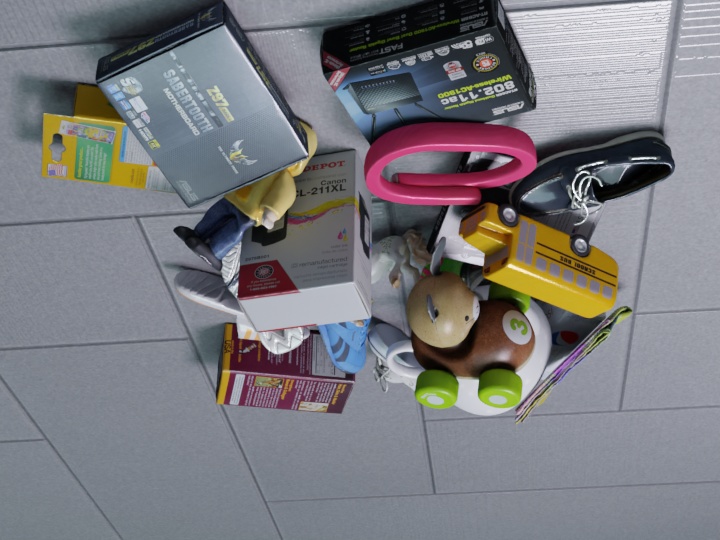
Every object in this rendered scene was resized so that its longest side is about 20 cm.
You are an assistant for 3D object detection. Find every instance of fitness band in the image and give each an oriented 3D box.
[{"bbox_3d":[0.102,-0.123,1.480,0.200,0.037,0.144,-1,155,-13],"label":"fitness band"}]

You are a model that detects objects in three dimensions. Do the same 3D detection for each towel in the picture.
[{"bbox_3d":[0.295,0.129,1.799,0.200,0.023,0.144,-48,170,21],"label":"towel"}]

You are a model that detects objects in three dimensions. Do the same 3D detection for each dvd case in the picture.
[{"bbox_3d":[0.199,-0.067,1.609,0.200,0.025,0.150,12,114,-20],"label":"dvd case"}]

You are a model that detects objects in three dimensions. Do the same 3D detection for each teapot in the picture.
[{"bbox_3d":[0.154,0.098,1.797,0.146,0.197,0.200,30,92,-32],"label":"teapot"}]

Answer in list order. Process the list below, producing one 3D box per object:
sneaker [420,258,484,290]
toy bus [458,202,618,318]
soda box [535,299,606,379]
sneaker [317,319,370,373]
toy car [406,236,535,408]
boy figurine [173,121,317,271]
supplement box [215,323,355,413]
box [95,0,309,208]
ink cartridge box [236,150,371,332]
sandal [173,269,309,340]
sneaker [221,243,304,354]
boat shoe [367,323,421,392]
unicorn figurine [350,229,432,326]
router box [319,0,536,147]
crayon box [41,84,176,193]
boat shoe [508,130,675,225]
[{"bbox_3d":[0.145,-0.030,1.709,0.084,0.077,0.200,-21,156,-38],"label":"sneaker"},{"bbox_3d":[0.216,-0.013,1.571,0.200,0.078,0.065,21,155,-22],"label":"toy bus"},{"bbox_3d":[0.279,0.083,1.877,0.064,0.068,0.200,10,146,-17],"label":"soda box"},{"bbox_3d":[-0.013,0.080,1.846,0.078,0.066,0.200,-5,137,17],"label":"sneaker"},{"bbox_3d":[0.121,0.051,1.580,0.158,0.164,0.200,-3,146,20],"label":"toy car"},{"bbox_3d":[-0.123,-0.091,1.516,0.200,0.124,0.064,-47,132,3],"label":"boy figurine"},{"bbox_3d":[-0.114,0.151,1.965,0.200,0.086,0.110,6,147,-9],"label":"supplement box"},{"bbox_3d":[-0.169,-0.176,1.411,0.158,0.051,0.200,-22,130,12],"label":"box"},{"bbox_3d":[-0.065,-0.037,1.559,0.146,0.200,0.083,-8,145,12],"label":"ink cartridge box"},{"bbox_3d":[-0.172,0.057,1.819,0.207,0.079,0.059,21,123,-16],"label":"sandal"},{"bbox_3d":[-0.131,0.003,1.743,0.079,0.130,0.199,-28,106,7],"label":"sneaker"},{"bbox_3d":[0.054,0.148,1.969,0.086,0.075,0.202,-35,144,18],"label":"boat shoe"},{"bbox_3d":[0.000,0.000,1.708,0.200,0.137,0.074,-15,138,-3],"label":"unicorn figurine"},{"bbox_3d":[0.075,-0.215,1.401,0.200,0.062,0.150,-13,147,19],"label":"router box"},{"bbox_3d":[-0.268,-0.152,1.511,0.200,0.052,0.126,6,147,-12],"label":"crayon box"},{"bbox_3d":[0.277,-0.104,1.549,0.200,0.062,0.075,-16,130,7],"label":"boat shoe"}]
